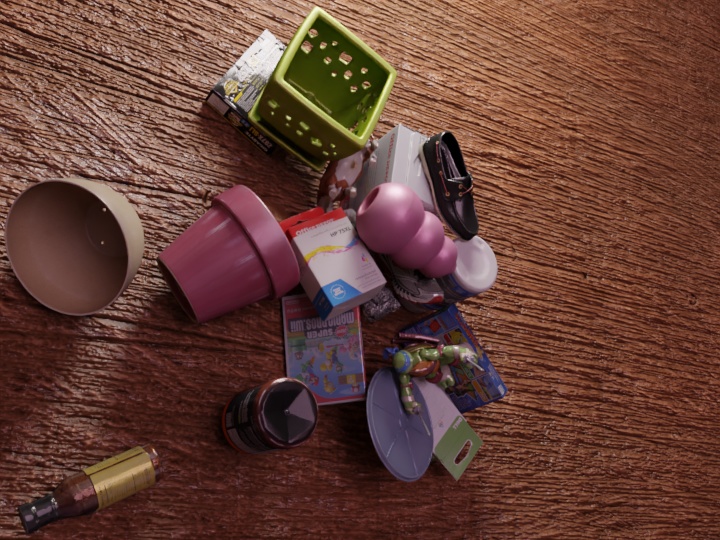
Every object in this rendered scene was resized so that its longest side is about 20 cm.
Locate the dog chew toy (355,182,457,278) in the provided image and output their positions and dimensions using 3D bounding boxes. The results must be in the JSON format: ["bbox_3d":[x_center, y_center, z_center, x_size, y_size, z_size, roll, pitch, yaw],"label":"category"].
[{"bbox_3d":[0.089,-0.061,1.286,0.199,0.124,0.125,37,58,-17],"label":"dog chew toy"}]

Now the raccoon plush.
[{"bbox_3d":[0.000,0.000,1.353,0.096,0.134,0.201,-27,115,-13],"label":"raccoon plush"}]

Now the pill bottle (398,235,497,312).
[{"bbox_3d":[0.162,0.013,1.440,0.113,0.200,0.115,11,67,-29],"label":"pill bottle"}]

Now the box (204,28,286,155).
[{"bbox_3d":[-0.180,-0.346,1.432,0.159,0.049,0.201,39,58,-13],"label":"box"}]

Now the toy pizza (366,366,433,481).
[{"bbox_3d":[0.064,0.269,1.298,0.200,0.032,0.202,34,45,-43],"label":"toy pizza"}]

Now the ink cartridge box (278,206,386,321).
[{"bbox_3d":[-0.059,-0.028,1.282,0.116,0.067,0.201,-24,74,-28],"label":"ink cartridge box"}]

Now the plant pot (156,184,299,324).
[{"bbox_3d":[-0.226,-0.013,1.217,0.178,0.200,0.201,-33,93,-19],"label":"plant pot"}]

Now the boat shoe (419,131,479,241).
[{"bbox_3d":[0.170,-0.152,1.344,0.073,0.063,0.203,-19,88,-40],"label":"boat shoe"}]

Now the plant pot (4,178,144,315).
[{"bbox_3d":[-0.409,-0.050,1.120,0.201,0.200,0.135,53,20,-7],"label":"plant pot"}]

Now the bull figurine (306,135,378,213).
[{"bbox_3d":[-0.032,-0.178,1.391,0.065,0.121,0.201,26,92,-21],"label":"bull figurine"}]

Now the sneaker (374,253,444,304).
[{"bbox_3d":[0.091,-0.008,1.372,0.077,0.083,0.200,-2,37,-33],"label":"sneaker"}]

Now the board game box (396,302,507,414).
[{"bbox_3d":[0.176,0.178,1.433,0.201,0.135,0.034,58,35,-4],"label":"board game box"}]

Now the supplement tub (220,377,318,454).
[{"bbox_3d":[-0.153,0.233,1.164,0.106,0.200,0.108,10,70,-29],"label":"supplement tub"}]

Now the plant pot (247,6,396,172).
[{"bbox_3d":[-0.080,-0.313,1.345,0.198,0.181,0.201,34,60,-18],"label":"plant pot"}]

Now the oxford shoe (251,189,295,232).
[{"bbox_3d":[-0.141,-0.081,1.357,0.199,0.071,0.072,37,54,-16],"label":"oxford shoe"}]

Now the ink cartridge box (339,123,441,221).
[{"bbox_3d":[0.070,-0.159,1.437,0.144,0.200,0.147,21,64,-25],"label":"ink cartridge box"}]

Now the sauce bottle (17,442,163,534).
[{"bbox_3d":[-0.388,0.316,1.070,0.199,0.066,0.067,-18,84,-34],"label":"sauce bottle"}]

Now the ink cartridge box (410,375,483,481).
[{"bbox_3d":[0.134,0.294,1.415,0.200,0.059,0.104,51,55,-9],"label":"ink cartridge box"}]

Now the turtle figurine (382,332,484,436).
[{"bbox_3d":[0.144,0.195,1.300,0.193,0.199,0.145,2,105,-57],"label":"turtle figurine"}]

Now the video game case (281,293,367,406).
[{"bbox_3d":[-0.065,0.136,1.307,0.017,0.142,0.202,43,40,-71],"label":"video game case"}]
